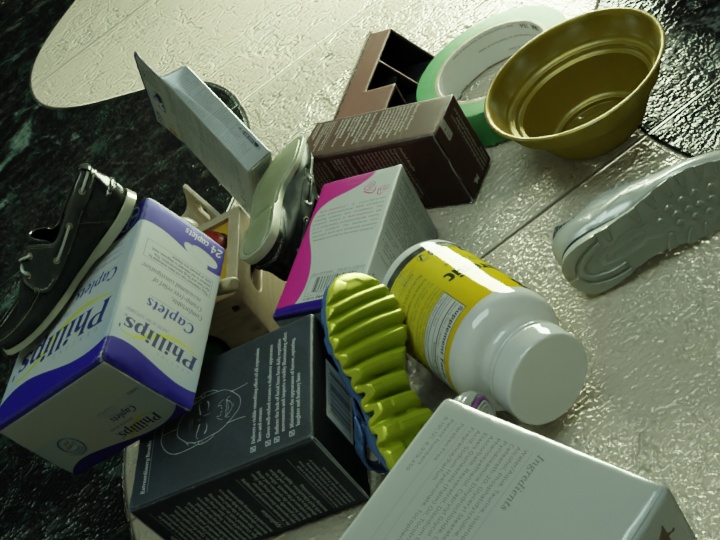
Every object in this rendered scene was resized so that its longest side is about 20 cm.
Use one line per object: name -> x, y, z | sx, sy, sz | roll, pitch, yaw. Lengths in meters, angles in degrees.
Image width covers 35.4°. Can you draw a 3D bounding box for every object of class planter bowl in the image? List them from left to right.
planter bowl -> 0.234, -0.176, 1.174 | 0.198, 0.084, 0.202 | -23, 37, 19

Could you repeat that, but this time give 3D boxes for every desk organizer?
desk organizer -> 0.033, -0.221, 1.418 | 0.076, 0.072, 0.202 | -9, 43, 31

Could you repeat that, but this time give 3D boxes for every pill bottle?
pill bottle -> 0.107, 0.055, 0.994 | 0.111, 0.112, 0.200 | -42, 35, -8

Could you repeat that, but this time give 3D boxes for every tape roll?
tape roll -> 0.163, -0.230, 1.332 | 0.198, 0.048, 0.202 | -24, 37, 19

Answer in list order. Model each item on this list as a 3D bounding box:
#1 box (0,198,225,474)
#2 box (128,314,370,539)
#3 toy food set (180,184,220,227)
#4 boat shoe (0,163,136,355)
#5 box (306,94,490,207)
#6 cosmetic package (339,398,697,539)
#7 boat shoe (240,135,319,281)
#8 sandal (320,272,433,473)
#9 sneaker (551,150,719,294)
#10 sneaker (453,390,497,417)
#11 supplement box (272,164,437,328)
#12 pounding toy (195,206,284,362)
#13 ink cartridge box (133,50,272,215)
box -> -0.241, 0.065, 1.097 | 0.183, 0.105, 0.202 | -31, 37, 34
box -> -0.101, 0.159, 1.055 | 0.198, 0.107, 0.150 | -23, 40, 19
toy food set -> -0.273, -0.020, 1.464 | 0.200, 0.061, 0.143 | -43, 35, -8
boat shoe -> -0.298, -0.010, 1.086 | 0.201, 0.067, 0.072 | -53, 29, 6
box -> 0.035, -0.125, 1.277 | 0.198, 0.100, 0.075 | -4, 46, 38
cosmetic package -> 0.110, 0.220, 0.748 | 0.199, 0.168, 0.167 | 16, 59, 50
boat shoe -> -0.075, -0.066, 1.220 | 0.074, 0.066, 0.201 | -37, 27, 30
sandal -> 0.010, 0.100, 0.999 | 0.078, 0.087, 0.202 | -9, 71, -23
sneaker -> 0.264, -0.060, 1.027 | 0.198, 0.077, 0.081 | -27, 26, 12
sneaker -> 0.048, 0.188, 0.899 | 0.099, 0.075, 0.202 | 1, 64, 50
supplement box -> 0.000, 0.000, 1.153 | 0.100, 0.104, 0.201 | -11, 41, 29
pounding toy -> -0.172, 0.034, 1.239 | 0.182, 0.143, 0.201 | -26, 36, 16
ink cartridge box -> -0.182, -0.166, 1.362 | 0.041, 0.200, 0.200 | -43, -8, -12
